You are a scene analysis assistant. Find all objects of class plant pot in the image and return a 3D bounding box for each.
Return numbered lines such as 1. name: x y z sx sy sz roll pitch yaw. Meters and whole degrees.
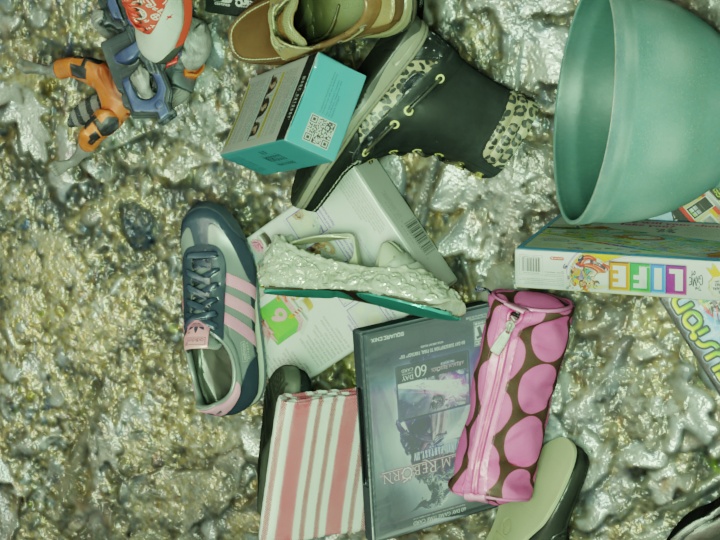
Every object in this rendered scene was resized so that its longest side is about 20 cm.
1. plant pot: 0.248 -0.133 1.534 0.134 0.200 0.201 5 107 -6

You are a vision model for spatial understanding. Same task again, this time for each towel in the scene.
1. towel: -0.004 0.173 1.711 0.030 0.199 0.147 32 119 51

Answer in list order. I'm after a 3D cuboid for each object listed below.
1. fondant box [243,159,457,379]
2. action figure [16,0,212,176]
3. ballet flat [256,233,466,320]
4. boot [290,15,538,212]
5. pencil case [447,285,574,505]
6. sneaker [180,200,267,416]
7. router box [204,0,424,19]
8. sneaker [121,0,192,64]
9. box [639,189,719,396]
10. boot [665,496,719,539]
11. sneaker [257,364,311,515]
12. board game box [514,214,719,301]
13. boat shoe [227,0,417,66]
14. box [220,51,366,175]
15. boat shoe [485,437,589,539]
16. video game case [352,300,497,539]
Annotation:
1. fondant box: -0.031 0.006 1.740 0.200 0.058 0.145 -34 90 25
2. action figure: -0.227 -0.203 1.763 0.193 0.105 0.201 -21 71 18
3. ballet flat: 0.000 0.000 1.661 0.199 0.072 0.072 8 107 19
4. boot: 0.046 -0.109 1.637 0.153 0.074 0.204 29 110 -20
5. pencil case: 0.131 0.116 1.671 0.090 0.094 0.201 11 100 11
6. sneaker: -0.136 0.037 1.713 0.070 0.082 0.201 -9 96 25
7. router box: -0.037 -0.296 1.660 0.199 0.062 0.150 10 106 19
8. sneaker: -0.197 -0.252 1.601 0.067 0.108 0.202 56 145 25
9. box: 0.325 0.023 1.615 0.110 0.035 0.200 -32 90 26
10. boot: 0.366 0.267 1.645 0.174 0.069 0.200 42 113 7
11. sneaker: -0.039 0.160 1.748 0.114 0.076 0.200 0 135 -5
12. board game box: 0.243 -0.012 1.545 0.199 0.134 0.034 4 105 22
13. boat shoe: -0.045 -0.220 1.589 0.200 0.074 0.076 -12 94 42
14. box: -0.062 -0.135 1.636 0.049 0.200 0.083 23 82 -18
15. boat shoe: 0.161 0.248 1.728 0.063 0.074 0.202 20 103 -25
16. video game case: 0.062 0.138 1.702 0.019 0.142 0.201 16 114 57
